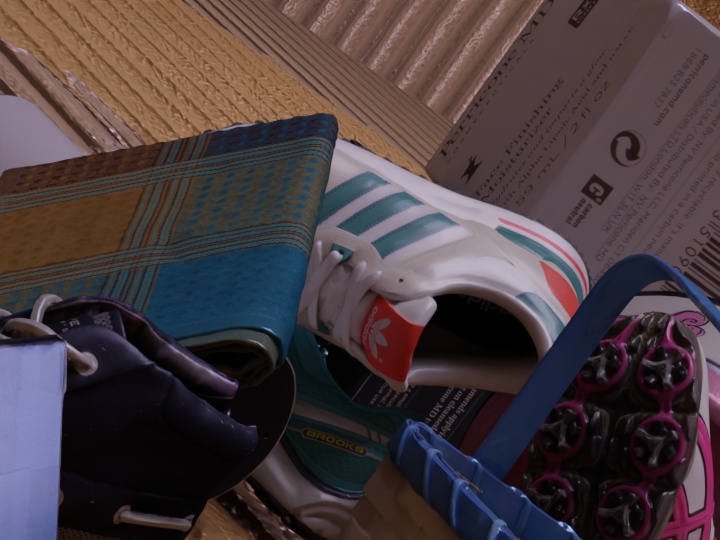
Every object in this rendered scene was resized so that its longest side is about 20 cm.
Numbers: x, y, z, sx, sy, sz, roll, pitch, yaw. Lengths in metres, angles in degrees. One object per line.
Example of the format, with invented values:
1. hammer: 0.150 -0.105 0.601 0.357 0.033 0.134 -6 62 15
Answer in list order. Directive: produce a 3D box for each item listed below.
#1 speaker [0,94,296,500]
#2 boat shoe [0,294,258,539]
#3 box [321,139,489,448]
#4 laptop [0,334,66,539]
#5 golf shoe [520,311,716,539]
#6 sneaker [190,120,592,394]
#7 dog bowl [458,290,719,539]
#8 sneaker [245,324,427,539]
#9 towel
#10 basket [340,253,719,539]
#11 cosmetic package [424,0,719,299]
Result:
1. speaker: -0.112 0.010 1.074 0.200 0.081 0.081 42 10 39
2. boat shoe: -0.124 0.034 0.817 0.199 0.093 0.075 31 17 -35
3. box: 0.058 0.054 1.419 0.196 0.124 0.200 35 8 -26
4. laptop: -0.052 0.123 0.559 0.200 0.116 0.187 38 9 10
5. golf shoe: 0.109 0.119 1.064 0.072 0.202 0.092 6 -10 34
6. sneaker: 0.000 0.000 1.085 0.198 0.071 0.094 18 27 -3
7. dog bowl: 0.124 0.114 1.136 0.200 0.201 0.074 39 25 16
8. sneaker: -0.050 0.038 1.150 0.200 0.080 0.078 43 -8 25
9. towel: -0.085 -0.003 0.961 0.200 0.146 0.022 -77 156 -64
10. basket: 0.079 0.105 0.912 0.139 0.200 0.176 31 11 -33
11. cosmetic package: 0.160 -0.054 1.442 0.165 0.165 0.200 35 6 -17
